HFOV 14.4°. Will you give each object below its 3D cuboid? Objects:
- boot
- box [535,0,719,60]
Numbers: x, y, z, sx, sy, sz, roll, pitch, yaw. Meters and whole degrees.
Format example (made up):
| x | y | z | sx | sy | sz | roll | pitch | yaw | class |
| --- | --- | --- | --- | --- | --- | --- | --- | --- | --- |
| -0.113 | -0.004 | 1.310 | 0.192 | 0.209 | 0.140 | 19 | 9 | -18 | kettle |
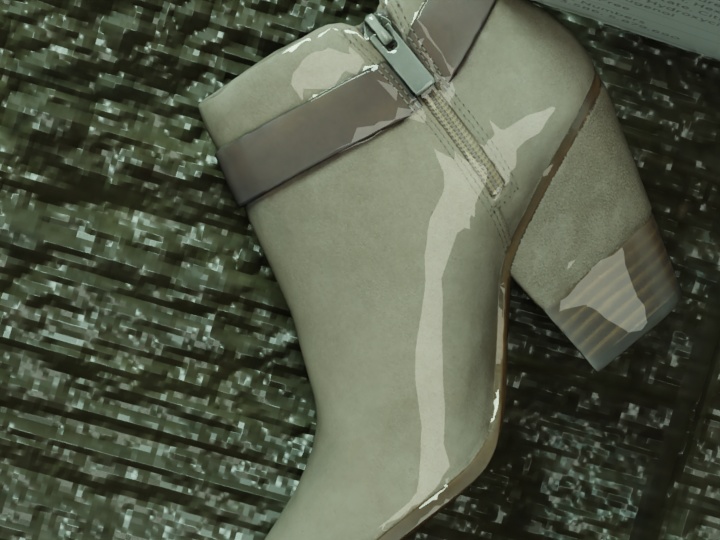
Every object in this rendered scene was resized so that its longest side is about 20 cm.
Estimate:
| x | y | z | sx | sy | sz | roll | pitch | yaw | class |
| --- | --- | --- | --- | --- | --- | --- | --- | --- | --- |
| 0.000 | 0.000 | 0.906 | 0.200 | 0.070 | 0.146 | -41 | 96 | -7 | boot |
| 0.164 | -0.162 | 0.853 | 0.199 | 0.131 | 0.200 | 17 | 80 | -3 | box |
